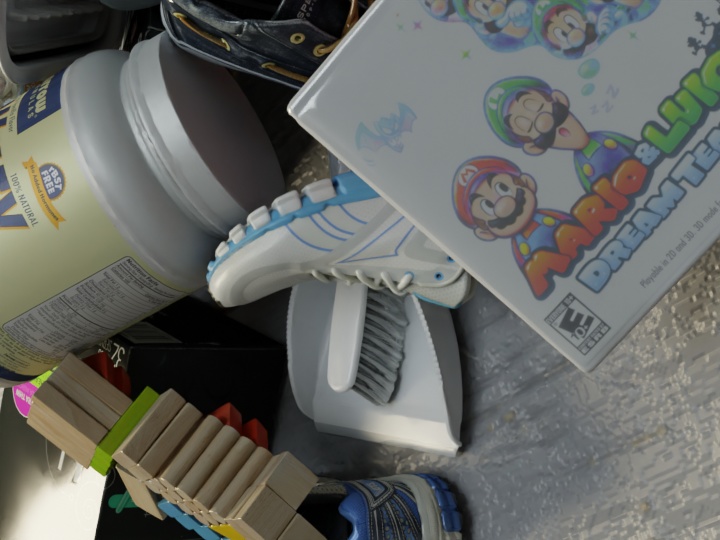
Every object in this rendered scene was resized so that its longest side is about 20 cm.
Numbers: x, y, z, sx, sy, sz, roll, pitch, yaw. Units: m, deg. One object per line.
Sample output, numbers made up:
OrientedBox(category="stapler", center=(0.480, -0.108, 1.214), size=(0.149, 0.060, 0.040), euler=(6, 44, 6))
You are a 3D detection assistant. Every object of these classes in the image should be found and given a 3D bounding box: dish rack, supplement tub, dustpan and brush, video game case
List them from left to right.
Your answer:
OrientedBox(category="dish rack", center=(-0.180, -0.212, 0.860), size=(0.044, 0.172, 0.200), euler=(8, 105, 12))
OrientedBox(category="supplement tub", center=(-0.158, -0.035, 0.861), size=(0.200, 0.145, 0.145), euler=(-28, 64, 17))
OrientedBox(category="dustpan and brush", center=(0.000, 0.000, 0.868), size=(0.140, 0.057, 0.200), euler=(3, 89, 50))
OrientedBox(category="video game case", center=(0.099, -0.085, 0.659), size=(0.182, 0.024, 0.200), euler=(41, 103, -3))

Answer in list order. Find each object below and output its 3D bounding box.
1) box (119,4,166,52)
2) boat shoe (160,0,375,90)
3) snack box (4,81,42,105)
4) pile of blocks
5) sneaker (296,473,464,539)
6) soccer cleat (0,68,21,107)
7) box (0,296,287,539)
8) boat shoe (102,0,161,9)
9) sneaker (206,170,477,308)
OrientedBox(category="box", center=(-0.143, -0.118, 0.994), size=(0.159, 0.046, 0.200), euler=(-97, 26, -47))
OrientedBox(category="boat shoe", center=(-0.009, -0.123, 0.780), size=(0.091, 0.200, 0.071), euler=(107, 176, -84))
OrientedBox(category="snack box", center=(-0.242, -0.185, 1.105), size=(0.053, 0.142, 0.200), euler=(-10, 79, 15))
OrientedBox(category="pile of blocks", center=(-0.095, 0.102, 0.848), size=(0.200, 0.062, 0.082), euler=(27, 152, 22))
OrientedBox(category="sneaker", center=(-0.035, 0.154, 0.881), size=(0.200, 0.085, 0.077), euler=(-25, 69, 47))
OrientedBox(category="soccer cleat", center=(-0.253, -0.119, 0.951), size=(0.070, 0.086, 0.200), euler=(93, -176, -49))
OrientedBox(category="box", center=(-0.154, 0.123, 0.993), size=(0.149, 0.124, 0.200), euler=(24, 106, 48))
OrientedBox(category="boat shoe", center=(-0.126, -0.218, 0.790), size=(0.200, 0.071, 0.091), euler=(97, 152, -72))
OrientedBox(category="sneaker", center=(0.016, -0.013, 0.792), size=(0.200, 0.075, 0.087), euler=(-24, 80, 10))
